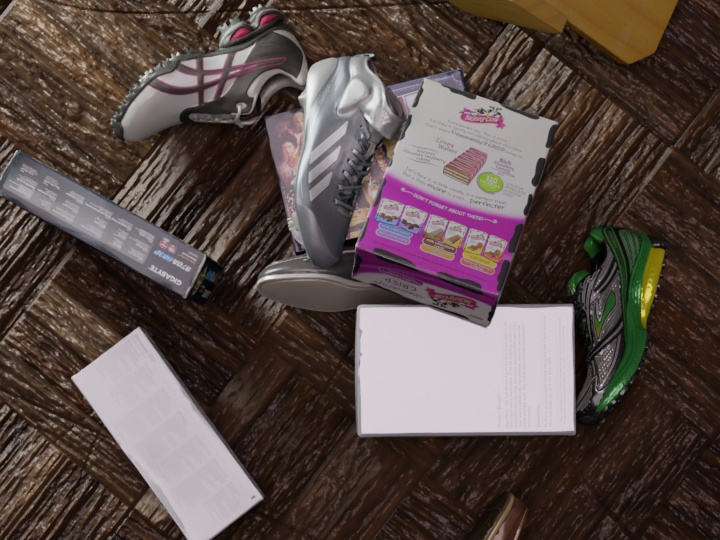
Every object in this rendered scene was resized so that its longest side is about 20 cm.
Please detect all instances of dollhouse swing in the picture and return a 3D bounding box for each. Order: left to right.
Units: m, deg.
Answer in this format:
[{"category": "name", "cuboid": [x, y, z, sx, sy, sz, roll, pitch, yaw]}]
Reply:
[{"category": "dollhouse swing", "cuboid": [0.196, -0.316, 1.622, 0.181, 0.175, 0.201, 21, 85, 43]}]

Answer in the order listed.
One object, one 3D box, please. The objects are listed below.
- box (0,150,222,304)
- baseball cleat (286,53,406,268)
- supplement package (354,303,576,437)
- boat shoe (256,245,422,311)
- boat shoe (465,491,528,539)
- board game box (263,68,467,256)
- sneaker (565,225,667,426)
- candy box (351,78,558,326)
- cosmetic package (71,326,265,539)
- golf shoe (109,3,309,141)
[{"category": "box", "cuboid": [-0.228, -0.036, 1.569, 0.199, 0.159, 0.046, 29, 87, 1]}, {"category": "baseball cleat", "cuboid": [-0.011, -0.105, 1.567, 0.106, 0.070, 0.202, -7, 78, 27]}, {"category": "supplement package", "cuboid": [0.094, 0.093, 1.578, 0.198, 0.120, 0.123, 0, 86, -1]}, {"category": "boat shoe", "cuboid": [0.000, 0.000, 1.619, 0.198, 0.067, 0.057, 1, 60, -4]}, {"category": "boat shoe", "cuboid": [0.114, 0.306, 1.589, 0.067, 0.072, 0.202, 24, 92, -3]}, {"category": "board game box", "cuboid": [0.017, -0.104, 1.637, 0.198, 0.035, 0.137, -14, 85, -1]}, {"category": "sneaker", "cuboid": [0.225, 0.052, 1.592, 0.084, 0.078, 0.202, 17, 65, -3]}, {"category": "candy box", "cuboid": [0.087, -0.064, 1.544, 0.135, 0.061, 0.201, 19, 60, 6]}, {"category": "cosmetic package", "cuboid": [-0.180, 0.158, 1.606, 0.082, 0.051, 0.201, -36, 86, -1]}, {"category": "golf shoe", "cuboid": [-0.143, -0.170, 1.617, 0.199, 0.077, 0.088, -32, 80, -3]}]
